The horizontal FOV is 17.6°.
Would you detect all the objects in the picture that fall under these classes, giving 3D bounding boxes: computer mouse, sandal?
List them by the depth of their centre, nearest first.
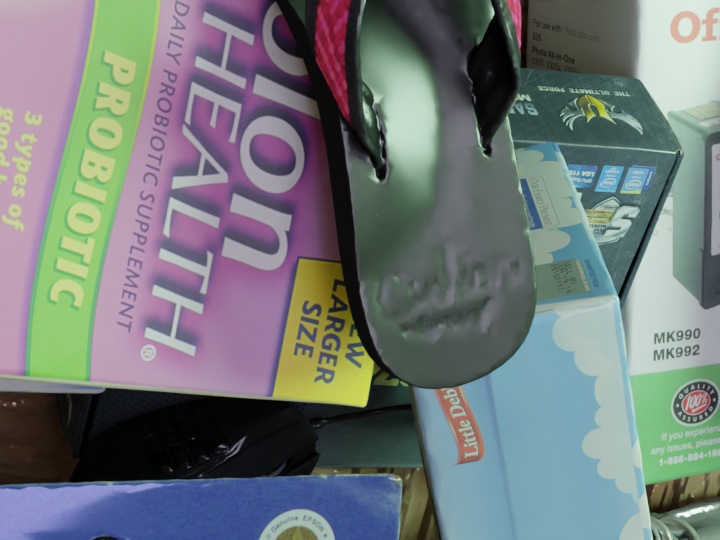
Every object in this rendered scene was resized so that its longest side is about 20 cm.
[{"bbox_3d":[0.015,-0.064,0.634,0.075,0.045,0.202,-18,102,-18],"label":"sandal"},{"bbox_3d":[-0.008,0.064,0.843,0.198,0.034,0.059,-14,135,-6],"label":"computer mouse"}]

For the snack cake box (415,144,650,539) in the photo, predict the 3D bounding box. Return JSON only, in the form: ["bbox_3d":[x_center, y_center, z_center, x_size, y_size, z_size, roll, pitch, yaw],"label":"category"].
[{"bbox_3d":[0.057,0.075,0.778,0.067,0.115,0.201,-12,118,-1],"label":"snack cake box"}]

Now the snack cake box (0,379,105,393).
[{"bbox_3d":[-0.119,-0.070,0.774,0.067,0.115,0.202,3,102,-27],"label":"snack cake box"}]

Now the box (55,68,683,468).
[{"bbox_3d":[0.000,0.000,0.848,0.198,0.051,0.158,4,129,-22],"label":"box"}]

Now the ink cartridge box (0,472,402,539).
[{"bbox_3d":[-0.075,0.162,0.671,0.198,0.041,0.202,0,103,-26],"label":"ink cartridge box"}]

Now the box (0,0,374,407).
[{"bbox_3d":[-0.086,-0.063,0.671,0.199,0.097,0.177,7,100,-29],"label":"box"}]

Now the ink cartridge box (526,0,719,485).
[{"bbox_3d":[0.145,-0.029,0.938,0.145,0.084,0.202,-8,107,-26],"label":"ink cartridge box"}]

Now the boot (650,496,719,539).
[{"bbox_3d":[0.118,0.130,0.952,0.199,0.074,0.096,-22,155,-20],"label":"boot"}]

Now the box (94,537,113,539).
[{"bbox_3d":[-0.109,0.155,0.791,0.151,0.200,0.107,22,94,-28],"label":"box"}]
